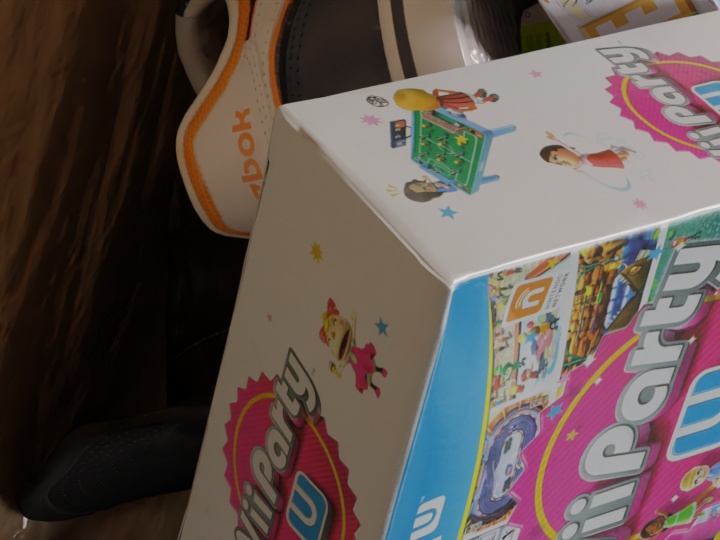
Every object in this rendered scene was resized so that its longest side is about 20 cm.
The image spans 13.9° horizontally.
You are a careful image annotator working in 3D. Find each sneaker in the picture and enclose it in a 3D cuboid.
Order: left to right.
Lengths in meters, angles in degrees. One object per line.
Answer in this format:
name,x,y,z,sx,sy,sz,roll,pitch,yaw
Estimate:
sneaker,-0.002,-0.074,0.711,0.200,0.079,0.079,-77,146,-62

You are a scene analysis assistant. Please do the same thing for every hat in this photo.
hat,0.000,0.000,0.758,0.200,0.200,0.081,3,71,-70

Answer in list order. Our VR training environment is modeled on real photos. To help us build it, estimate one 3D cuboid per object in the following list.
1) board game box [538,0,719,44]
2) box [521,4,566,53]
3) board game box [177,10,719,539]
board game box,0.049,-0.104,0.684,0.034,0.135,0.200,-24,154,11
box,0.076,-0.021,0.945,0.200,0.047,0.123,21,63,-71
board game box,0.062,0.020,0.647,0.199,0.064,0.148,-15,136,-34
